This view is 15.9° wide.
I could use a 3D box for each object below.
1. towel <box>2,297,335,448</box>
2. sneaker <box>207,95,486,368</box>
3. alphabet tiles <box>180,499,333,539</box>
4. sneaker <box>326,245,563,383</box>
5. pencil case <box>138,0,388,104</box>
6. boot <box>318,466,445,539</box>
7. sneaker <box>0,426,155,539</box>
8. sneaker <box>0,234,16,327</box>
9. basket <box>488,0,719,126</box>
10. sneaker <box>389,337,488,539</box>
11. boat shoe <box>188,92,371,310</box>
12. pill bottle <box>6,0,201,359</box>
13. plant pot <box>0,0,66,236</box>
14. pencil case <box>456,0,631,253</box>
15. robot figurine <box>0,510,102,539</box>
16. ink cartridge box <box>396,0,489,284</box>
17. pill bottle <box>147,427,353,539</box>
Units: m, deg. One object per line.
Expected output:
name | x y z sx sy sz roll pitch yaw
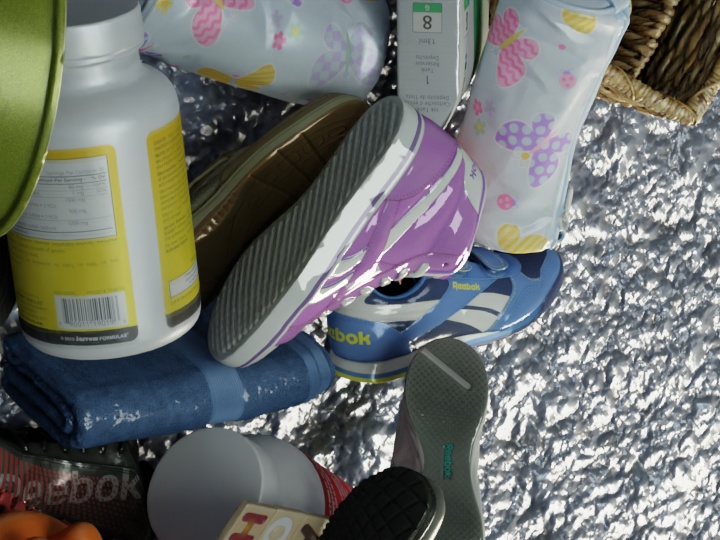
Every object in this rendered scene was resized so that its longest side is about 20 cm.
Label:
towel | -0.122 0.066 1.639 0.199 0.112 0.049 -9 121 -36
sneaker | 0.000 0.000 1.611 0.201 0.073 0.114 -47 125 9
alphabet tiles | -0.097 0.228 1.583 0.201 0.008 0.167 -56 148 9
sneaker | 0.061 0.010 1.789 0.199 0.074 0.083 -23 114 -32
pencil case | -0.074 -0.164 1.616 0.199 0.083 0.092 12 81 -40
boot | 0.030 0.208 1.621 0.130 0.068 0.201 13 122 -33
sneaker | -0.196 0.127 1.628 0.200 0.071 0.098 34 83 -41
sneaker | -0.291 0.040 1.534 0.200 0.060 0.104 -54 133 -8
basket | 0.191 -0.225 1.769 0.142 0.149 0.201 36 82 -39
sneaker | 0.050 0.151 1.716 0.070 0.080 0.202 10 75 -2
boat shoe | -0.077 -0.049 1.635 0.200 0.065 0.072 -42 136 6
pill bottle | -0.158 -0.057 1.522 0.111 0.112 0.202 -18 114 -32
plant pot | -0.285 -0.127 1.420 0.192 0.200 0.202 6 100 -26
pencil case | 0.116 -0.110 1.706 0.083 0.091 0.201 -17 132 -42
robot figurine | -0.230 0.218 1.561 0.117 0.199 0.144 41 42 -22
ink cartridge box | 0.055 -0.109 1.704 0.050 0.161 0.202 1 106 9
pill bottle | -0.057 0.174 1.690 0.113 0.112 0.200 -59 147 -7
